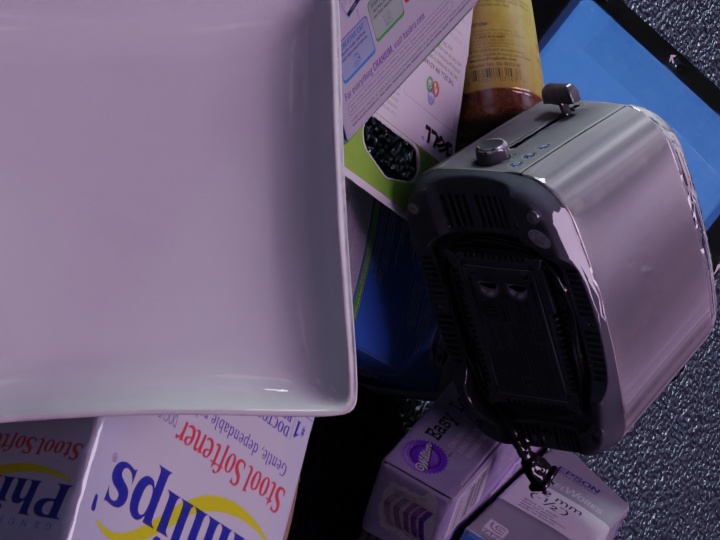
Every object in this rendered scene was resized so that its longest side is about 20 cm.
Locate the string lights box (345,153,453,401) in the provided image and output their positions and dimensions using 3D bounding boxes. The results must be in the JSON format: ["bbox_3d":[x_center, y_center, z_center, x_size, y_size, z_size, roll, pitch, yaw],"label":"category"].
[{"bbox_3d":[0.000,0.000,1.589,0.200,0.059,0.103,32,67,-58],"label":"string lights box"}]

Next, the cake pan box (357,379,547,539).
[{"bbox_3d":[0.050,0.135,1.638,0.200,0.052,0.185,-47,158,-48],"label":"cake pan box"}]

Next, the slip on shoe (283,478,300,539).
[{"bbox_3d":[-0.057,0.094,1.478,0.060,0.076,0.201,17,83,-56],"label":"slip on shoe"}]

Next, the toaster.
[{"bbox_3d":[0.114,0.004,1.529,0.129,0.113,0.201,-39,122,-39],"label":"toaster"}]

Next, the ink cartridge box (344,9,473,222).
[{"bbox_3d":[-0.005,-0.130,1.525,0.148,0.075,0.201,34,60,-57],"label":"ink cartridge box"}]

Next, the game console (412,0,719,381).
[{"bbox_3d":[0.145,-0.061,1.678,0.200,0.116,0.176,40,21,-8],"label":"game console"}]

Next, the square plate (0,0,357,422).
[{"bbox_3d":[-0.105,-0.031,1.260,0.028,0.199,0.199,121,-33,-75],"label":"square plate"}]

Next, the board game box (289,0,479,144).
[{"bbox_3d":[-0.002,-0.184,1.337,0.153,0.040,0.201,-48,138,-34],"label":"board game box"}]

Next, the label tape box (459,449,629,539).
[{"bbox_3d":[0.091,0.187,1.651,0.200,0.066,0.144,-29,147,-62],"label":"label tape box"}]

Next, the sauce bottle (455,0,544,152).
[{"bbox_3d":[0.065,-0.158,1.626,0.066,0.066,0.201,39,41,-56],"label":"sauce bottle"}]

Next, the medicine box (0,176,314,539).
[{"bbox_3d":[-0.113,0.077,1.353,0.182,0.102,0.201,40,59,-56],"label":"medicine box"}]
